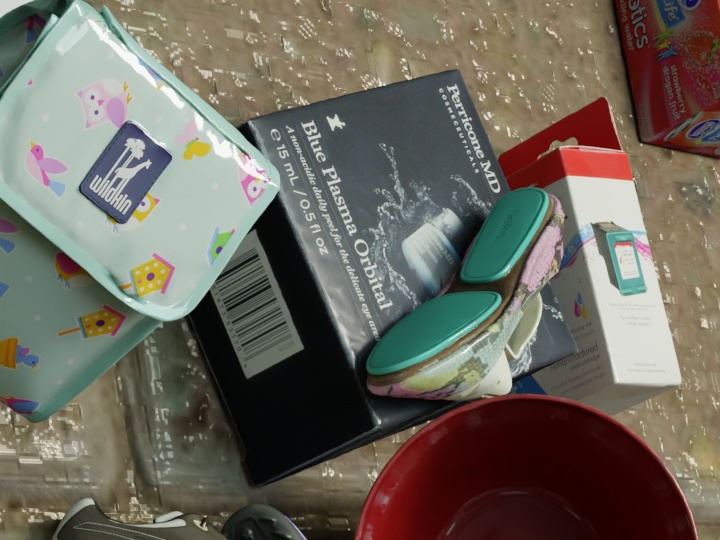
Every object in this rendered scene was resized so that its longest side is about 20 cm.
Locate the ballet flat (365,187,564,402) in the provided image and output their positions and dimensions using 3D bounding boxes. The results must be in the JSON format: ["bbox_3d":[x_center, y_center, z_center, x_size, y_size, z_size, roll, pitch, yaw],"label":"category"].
[{"bbox_3d":[0.071,0.030,1.601,0.200,0.069,0.071,-51,128,-45],"label":"ballet flat"}]

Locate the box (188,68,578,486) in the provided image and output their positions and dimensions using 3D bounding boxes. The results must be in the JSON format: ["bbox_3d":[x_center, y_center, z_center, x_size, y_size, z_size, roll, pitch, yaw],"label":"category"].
[{"bbox_3d":[0.000,0.000,1.673,0.199,0.117,0.198,-18,83,-47],"label":"box"}]

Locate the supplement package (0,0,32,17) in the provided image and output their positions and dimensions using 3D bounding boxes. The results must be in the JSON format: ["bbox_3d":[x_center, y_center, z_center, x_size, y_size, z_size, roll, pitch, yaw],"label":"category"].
[{"bbox_3d":[-0.263,-0.172,1.512,0.199,0.111,0.157,24,55,-33],"label":"supplement package"}]

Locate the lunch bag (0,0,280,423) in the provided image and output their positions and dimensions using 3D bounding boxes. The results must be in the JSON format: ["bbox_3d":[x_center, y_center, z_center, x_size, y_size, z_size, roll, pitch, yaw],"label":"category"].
[{"bbox_3d":[-0.163,-0.040,1.457,0.170,0.200,0.122,41,28,-29],"label":"lunch bag"}]

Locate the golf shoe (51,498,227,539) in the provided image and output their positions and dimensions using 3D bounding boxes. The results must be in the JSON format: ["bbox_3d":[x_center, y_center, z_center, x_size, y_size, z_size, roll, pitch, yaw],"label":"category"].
[{"bbox_3d":[-0.078,0.175,1.519,0.199,0.078,0.095,16,47,-18],"label":"golf shoe"}]

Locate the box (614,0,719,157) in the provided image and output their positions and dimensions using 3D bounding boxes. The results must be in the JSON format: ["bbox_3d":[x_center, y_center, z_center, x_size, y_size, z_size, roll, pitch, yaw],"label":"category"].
[{"bbox_3d":[0.253,-0.195,2.017,0.095,0.099,0.201,8,65,-41],"label":"box"}]

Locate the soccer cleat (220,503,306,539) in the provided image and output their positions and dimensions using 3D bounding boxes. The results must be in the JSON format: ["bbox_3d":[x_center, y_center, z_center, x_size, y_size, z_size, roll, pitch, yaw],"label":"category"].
[{"bbox_3d":[-0.018,0.223,1.594,0.201,0.068,0.073,59,20,2],"label":"soccer cleat"}]

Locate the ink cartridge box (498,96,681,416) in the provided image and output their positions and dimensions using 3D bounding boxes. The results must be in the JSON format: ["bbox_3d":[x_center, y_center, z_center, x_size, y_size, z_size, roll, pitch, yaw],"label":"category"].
[{"bbox_3d":[0.126,-0.003,1.792,0.067,0.116,0.201,2,68,-42],"label":"ink cartridge box"}]

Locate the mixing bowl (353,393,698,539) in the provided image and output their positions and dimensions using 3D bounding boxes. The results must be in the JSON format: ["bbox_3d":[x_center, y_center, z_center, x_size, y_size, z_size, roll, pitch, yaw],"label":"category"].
[{"bbox_3d":[0.094,0.176,1.611,0.199,0.108,0.202,0,83,1],"label":"mixing bowl"}]
